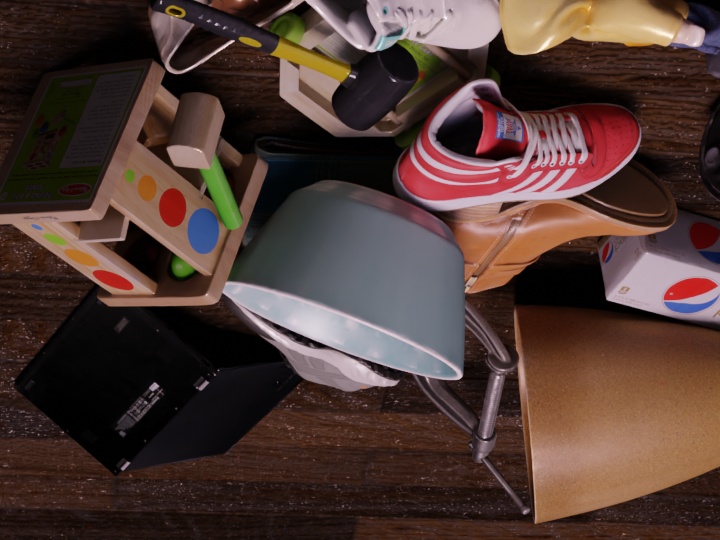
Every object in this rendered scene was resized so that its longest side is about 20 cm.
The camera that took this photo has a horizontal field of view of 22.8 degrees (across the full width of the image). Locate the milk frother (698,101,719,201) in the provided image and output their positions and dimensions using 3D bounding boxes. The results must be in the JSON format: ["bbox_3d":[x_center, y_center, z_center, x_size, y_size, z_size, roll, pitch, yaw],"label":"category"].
[{"bbox_3d":[0.389,-0.055,1.338,0.187,0.201,0.180,25,129,-31],"label":"milk frother"}]

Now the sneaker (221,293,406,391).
[{"bbox_3d":[-0.049,0.056,1.517,0.079,0.074,0.200,-25,138,35],"label":"sneaker"}]

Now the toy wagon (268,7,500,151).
[{"bbox_3d":[0.035,-0.167,1.301,0.199,0.040,0.155,-32,133,29],"label":"toy wagon"}]

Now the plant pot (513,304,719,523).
[{"bbox_3d":[0.237,0.115,1.524,0.198,0.187,0.187,-4,141,3],"label":"plant pot"}]

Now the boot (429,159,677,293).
[{"bbox_3d":[0.143,-0.033,1.453,0.199,0.074,0.155,12,141,-7],"label":"boot"}]

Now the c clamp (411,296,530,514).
[{"bbox_3d":[0.100,0.098,1.555,0.027,0.171,0.201,-32,146,-24],"label":"c clamp"}]

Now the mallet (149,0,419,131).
[{"bbox_3d":[-0.059,-0.149,1.247,0.199,0.041,0.066,14,141,-23],"label":"mallet"}]

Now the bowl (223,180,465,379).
[{"bbox_3d":[0.000,0.000,1.368,0.200,0.106,0.201,19,171,3],"label":"bowl"}]

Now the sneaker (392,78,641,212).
[{"bbox_3d":[0.128,-0.099,1.321,0.199,0.072,0.113,-14,164,-14],"label":"sneaker"}]

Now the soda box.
[{"bbox_3d":[0.303,0.004,1.510,0.199,0.064,0.068,14,137,-21],"label":"soda box"}]

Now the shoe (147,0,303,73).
[{"bbox_3d":[-0.064,-0.199,1.242,0.199,0.054,0.070,-27,135,26],"label":"shoe"}]

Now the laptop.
[{"bbox_3d":[-0.175,0.092,1.627,0.200,0.116,0.187,41,129,-5],"label":"laptop"}]

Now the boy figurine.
[{"bbox_3d":[0.191,-0.172,1.246,0.199,0.124,0.065,3,102,-26],"label":"boy figurine"}]

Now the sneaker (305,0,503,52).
[{"bbox_3d":[0.018,-0.175,1.185,0.199,0.089,0.075,18,133,-35],"label":"sneaker"}]

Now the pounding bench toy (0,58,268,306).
[{"bbox_3d":[-0.139,-0.057,1.298,0.199,0.125,0.156,-1,150,41],"label":"pounding bench toy"}]

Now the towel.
[{"bbox_3d":[-0.026,-0.036,1.473,0.146,0.022,0.201,3,142,-6],"label":"towel"}]
